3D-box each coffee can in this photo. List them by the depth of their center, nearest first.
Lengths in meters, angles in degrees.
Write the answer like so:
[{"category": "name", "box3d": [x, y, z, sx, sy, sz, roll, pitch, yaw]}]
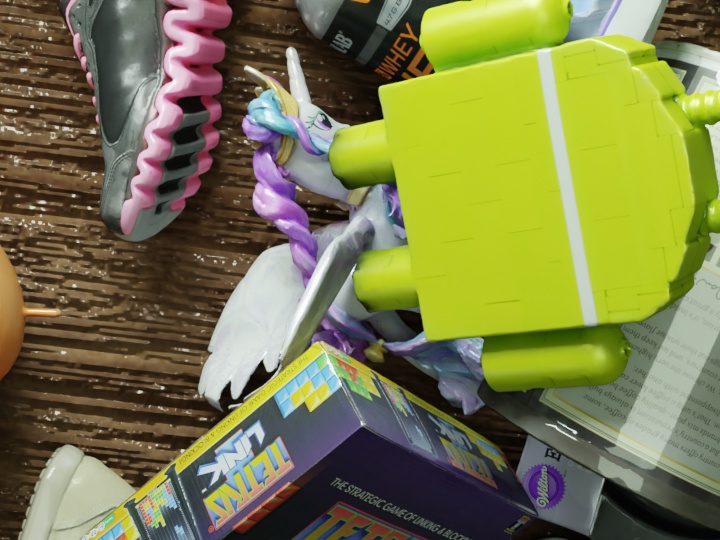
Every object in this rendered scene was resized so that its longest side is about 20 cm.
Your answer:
[{"category": "coffee can", "box3d": [0.167, 0.008, 0.744, 0.145, 0.146, 0.202, 27, 93, -7]}]

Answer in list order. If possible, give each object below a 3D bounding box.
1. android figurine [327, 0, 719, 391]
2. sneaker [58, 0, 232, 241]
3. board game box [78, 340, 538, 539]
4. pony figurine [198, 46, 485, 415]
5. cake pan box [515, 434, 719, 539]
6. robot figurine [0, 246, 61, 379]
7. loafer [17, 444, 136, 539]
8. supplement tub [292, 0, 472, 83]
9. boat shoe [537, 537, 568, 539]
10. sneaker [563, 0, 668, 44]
[{"category": "android figurine", "box3d": [0.078, -0.036, 0.665, 0.198, 0.041, 0.185, -10, 95, 34]}, {"category": "sneaker", "box3d": [-0.126, -0.120, 0.817, 0.094, 0.079, 0.203, 12, 93, 16]}, {"category": "board game box", "box3d": [-0.020, 0.136, 0.769, 0.165, 0.200, 0.057, -39, 54, 13]}, {"category": "pony figurine", "box3d": [0.000, 0.000, 0.803, 0.198, 0.166, 0.195, 23, 81, -18]}, {"category": "cake pan box", "box3d": [0.195, 0.075, 0.836, 0.182, 0.052, 0.203, 19, 93, 17]}, {"category": "robot figurine", "box3d": [-0.266, 0.034, 0.785, 0.198, 0.117, 0.145, -28, 54, -2]}, {"category": "loafer", "box3d": [-0.171, 0.203, 0.828, 0.067, 0.076, 0.203, 16, 93, 0]}, {"category": "supplement tub", "box3d": [0.051, -0.153, 0.796, 0.198, 0.123, 0.124, 28, 92, -6]}, {"category": "boat shoe", "box3d": [0.105, 0.261, 0.861, 0.070, 0.070, 0.203, 4, 73, -11]}, {"category": "sneaker", "box3d": [0.080, -0.159, 0.710, 0.145, 0.081, 0.202, 25, 97, 10]}]
